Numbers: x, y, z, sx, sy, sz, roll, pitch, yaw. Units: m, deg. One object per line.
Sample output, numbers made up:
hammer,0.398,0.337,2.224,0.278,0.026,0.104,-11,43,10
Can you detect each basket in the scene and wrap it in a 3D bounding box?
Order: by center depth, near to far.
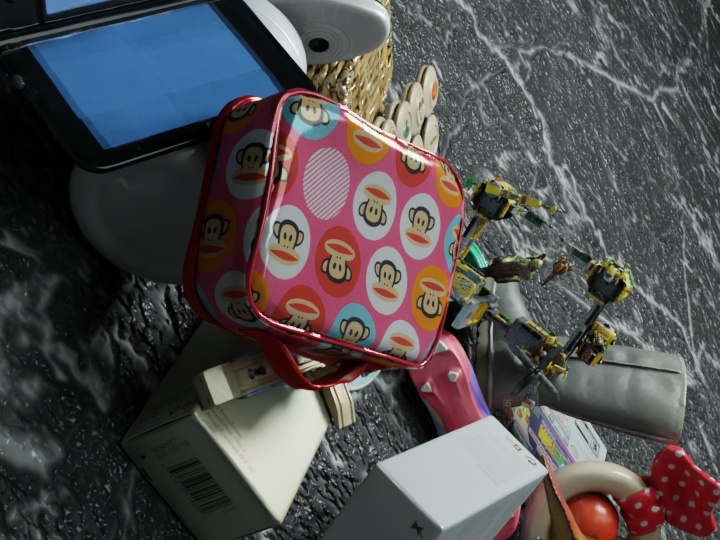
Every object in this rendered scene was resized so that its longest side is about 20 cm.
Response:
basket,-0.059,-0.162,1.132,0.201,0.148,0.143,-75,166,-47

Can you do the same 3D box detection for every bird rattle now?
bird rattle,0.232,0.241,1.192,0.162,0.201,0.113,22,24,-9

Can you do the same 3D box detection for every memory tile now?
memory tile,0.044,-0.096,1.214,0.200,0.017,0.154,-56,150,-58

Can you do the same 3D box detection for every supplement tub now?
supplement tub,-0.118,-0.100,0.926,0.132,0.131,0.201,48,36,-28

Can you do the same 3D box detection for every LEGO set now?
LEGO set,0.139,0.010,1.150,0.200,0.154,0.116,44,15,13

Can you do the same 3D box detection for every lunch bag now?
lunch bag,-0.019,-0.008,0.840,0.199,0.082,0.178,23,71,-46

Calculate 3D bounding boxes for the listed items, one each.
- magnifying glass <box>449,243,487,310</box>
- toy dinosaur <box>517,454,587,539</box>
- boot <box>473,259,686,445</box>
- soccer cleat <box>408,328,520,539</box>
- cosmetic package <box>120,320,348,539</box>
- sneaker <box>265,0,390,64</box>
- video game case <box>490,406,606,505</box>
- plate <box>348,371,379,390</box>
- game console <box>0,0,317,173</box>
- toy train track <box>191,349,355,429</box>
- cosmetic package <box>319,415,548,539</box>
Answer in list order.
magnifying glass,0.084,0.018,1.271,0.080,0.022,0.200,63,31,-5
toy dinosaur,0.217,0.288,1.126,0.180,0.105,0.201,20,88,-27
boot,0.210,0.076,1.242,0.073,0.198,0.183,81,13,-57
soccer cleat,0.097,0.144,1.167,0.201,0.066,0.076,67,16,0
cosmetic package,-0.077,0.088,0.919,0.104,0.073,0.200,54,33,-19
sneaker,-0.074,-0.227,1.029,0.073,0.198,0.113,83,8,-54
video game case,0.187,0.171,1.326,0.201,0.023,0.183,56,31,-18
plate,0.000,0.000,1.084,0.200,0.025,0.202,10,90,-67
game console,-0.132,-0.179,0.820,0.199,0.118,0.172,-24,126,-40
toy train track,-0.041,0.059,0.890,0.200,0.032,0.115,-15,82,-58
cosmetic package,0.058,0.189,1.016,0.071,0.102,0.200,44,23,20
